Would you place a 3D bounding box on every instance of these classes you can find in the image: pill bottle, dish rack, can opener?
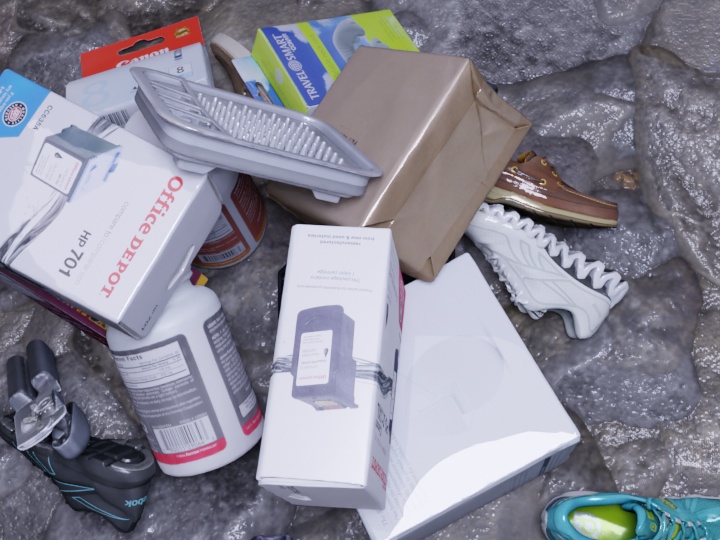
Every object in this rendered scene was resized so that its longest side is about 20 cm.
[{"bbox_3d":[-0.169,-0.087,0.896,0.112,0.200,0.113,-2,68,6],"label":"pill bottle"},{"bbox_3d":[-0.172,0.082,0.831,0.110,0.111,0.201,-18,103,0],"label":"pill bottle"},{"bbox_3d":[-0.095,-0.112,0.752,0.172,0.199,0.044,48,122,54],"label":"dish rack"},{"bbox_3d":[-0.311,0.131,0.868,0.053,0.067,0.200,-40,25,-9],"label":"can opener"}]

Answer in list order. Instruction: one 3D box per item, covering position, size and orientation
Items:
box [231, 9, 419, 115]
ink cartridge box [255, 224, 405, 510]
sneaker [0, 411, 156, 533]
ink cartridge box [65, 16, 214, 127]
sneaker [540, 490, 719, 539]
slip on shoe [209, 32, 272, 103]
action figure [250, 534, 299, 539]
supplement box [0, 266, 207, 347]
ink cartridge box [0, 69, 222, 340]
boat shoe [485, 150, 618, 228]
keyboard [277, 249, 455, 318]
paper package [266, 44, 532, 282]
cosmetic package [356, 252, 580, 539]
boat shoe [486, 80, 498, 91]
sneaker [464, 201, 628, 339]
[{"bbox_3d":[-0.026,-0.222,0.971,0.200,0.048,0.122,-18,65,-30],"label":"box"},{"bbox_3d":[-0.017,0.083,0.709,0.084,0.145,0.201,3,69,9],"label":"ink cartridge box"},{"bbox_3d":[-0.289,0.194,0.869,0.199,0.075,0.080,17,108,30],"label":"sneaker"},{"bbox_3d":[-0.257,-0.236,1.016,0.160,0.047,0.200,-18,48,0],"label":"ink cartridge box"},{"bbox_3d":[0.263,0.234,0.781,0.199,0.080,0.078,0,69,7],"label":"sneaker"},{"bbox_3d":[-0.116,-0.194,1.006,0.061,0.076,0.200,-45,76,2],"label":"slip on shoe"},{"bbox_3d":[-0.019,0.304,0.779,0.200,0.102,0.119,28,37,-22],"label":"action figure"},{"bbox_3d":[-0.268,-0.003,0.872,0.086,0.200,0.111,10,65,48],"label":"supplement box"},{"bbox_3d":[-0.241,-0.054,0.740,0.200,0.086,0.147,27,77,7],"label":"ink cartridge box"},{"bbox_3d":[0.174,-0.089,0.898,0.199,0.072,0.068,15,89,-5],"label":"boat shoe"},{"bbox_3d":[0.000,0.000,0.892,0.199,0.040,0.104,-20,53,17],"label":"keyboard"},{"bbox_3d":[0.029,-0.111,0.846,0.191,0.103,0.200,-58,34,-2],"label":"paper package"},{"bbox_3d":[0.062,0.128,0.824,0.200,0.123,0.200,-26,68,-5],"label":"cosmetic package"},{"bbox_3d":[0.099,-0.129,0.955,0.066,0.070,0.200,18,65,13],"label":"boat shoe"},{"bbox_3d":[0.166,-0.003,0.870,0.200,0.075,0.081,31,90,-4],"label":"sneaker"}]
